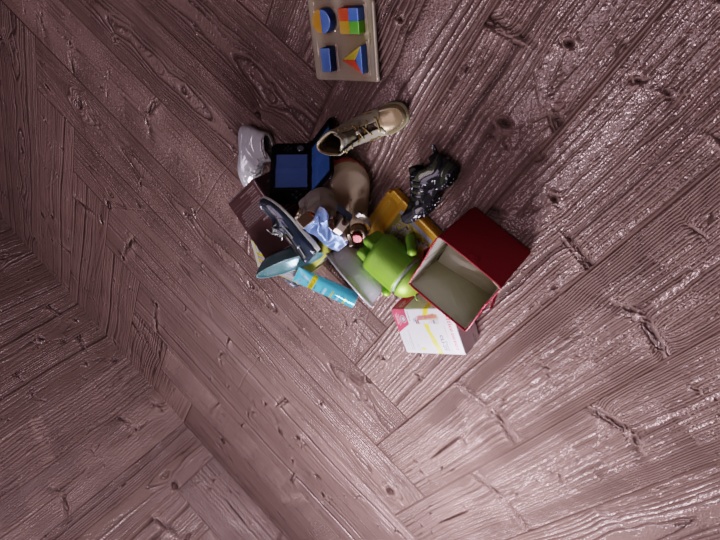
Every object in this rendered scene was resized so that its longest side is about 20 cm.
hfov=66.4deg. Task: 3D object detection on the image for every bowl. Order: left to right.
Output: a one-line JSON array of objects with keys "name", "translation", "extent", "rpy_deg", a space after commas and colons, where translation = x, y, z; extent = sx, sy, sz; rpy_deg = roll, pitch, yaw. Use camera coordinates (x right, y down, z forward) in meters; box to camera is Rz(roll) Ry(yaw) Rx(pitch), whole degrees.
[{"name": "bowl", "translation": [0.000, 0.000, 1.534], "extent": [0.201, 0.090, 0.201], "rpy_deg": [50, -178, -2]}]

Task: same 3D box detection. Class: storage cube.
[{"name": "storage cube", "translation": [0.251, -0.008, 1.275], "extent": [0.200, 0.179, 0.172], "rpy_deg": [41, 136, 13]}]

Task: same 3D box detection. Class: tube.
[{"name": "tube", "translation": [-0.104, 0.050, 1.653], "extent": [0.199, 0.051, 0.078], "rpy_deg": [24, 136, -9]}]

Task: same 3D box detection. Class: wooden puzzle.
[{"name": "wooden puzzle", "translation": [-0.047, -0.536, 1.282], "extent": [0.199, 0.046, 0.187], "rpy_deg": [16, 127, 33]}]

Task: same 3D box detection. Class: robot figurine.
[{"name": "robot figurine", "translation": [0.088, -0.013, 1.416], "extent": [0.200, 0.115, 0.176], "rpy_deg": [40, 128, 14]}]

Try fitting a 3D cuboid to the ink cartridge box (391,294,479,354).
[{"name": "ink cartridge box", "translation": [0.201, 0.144, 1.489], "extent": [0.199, 0.083, 0.146], "rpy_deg": [-5, 113, 42]}]

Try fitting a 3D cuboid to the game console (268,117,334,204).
[{"name": "game console", "translation": [-0.153, -0.284, 1.416], "extent": [0.170, 0.202, 0.119], "rpy_deg": [-1, 149, -2]}]

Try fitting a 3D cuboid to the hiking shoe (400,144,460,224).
[{"name": "hiking shoe", "translation": [0.150, -0.202, 1.320], "extent": [0.101, 0.075, 0.200], "rpy_deg": [49, 125, 15]}]

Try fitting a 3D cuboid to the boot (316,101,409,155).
[{"name": "boot", "translation": [0.005, -0.329, 1.293], "extent": [0.199, 0.154, 0.073], "rpy_deg": [-5, 114, 43]}]

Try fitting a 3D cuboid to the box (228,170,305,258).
[{"name": "box", "translation": [-0.227, -0.168, 1.545], "extent": [0.164, 0.166, 0.201], "rpy_deg": [-27, 98, 47]}]

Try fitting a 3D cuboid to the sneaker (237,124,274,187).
[{"name": "sneaker", "translation": [-0.302, -0.318, 1.625], "extent": [0.115, 0.073, 0.202], "rpy_deg": [24, 129, 31]}]

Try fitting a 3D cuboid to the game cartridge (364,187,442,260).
[{"name": "game cartridge", "translation": [0.112, -0.096, 1.446], "extent": [0.200, 0.032, 0.177], "rpy_deg": [45, 137, 7]}]

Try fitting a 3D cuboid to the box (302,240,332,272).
[{"name": "box", "translation": [-0.124, -0.048, 1.650], "extent": [0.050, 0.075, 0.200], "rpy_deg": [51, 138, 1]}]

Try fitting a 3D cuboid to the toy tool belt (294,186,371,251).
[{"name": "toy tool belt", "translation": [-0.071, -0.103, 1.368], "extent": [0.199, 0.124, 0.125], "rpy_deg": [33, 131, -23]}]

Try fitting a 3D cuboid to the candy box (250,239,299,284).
[{"name": "candy box", "translation": [-0.260, -0.032, 1.711], "extent": [0.199, 0.026, 0.103], "rpy_deg": [21, 136, 35]}]

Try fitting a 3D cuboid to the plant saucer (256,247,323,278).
[{"name": "plant saucer", "translation": [-0.202, -0.029, 1.544], "extent": [0.199, 0.199, 0.036], "rpy_deg": [-27, 80, 47]}]

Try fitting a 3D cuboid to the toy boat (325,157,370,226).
[{"name": "toy boat", "translation": [-0.052, -0.208, 1.468], "extent": [0.131, 0.129, 0.201], "rpy_deg": [53, 147, 44]}]

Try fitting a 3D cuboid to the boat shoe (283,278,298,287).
[{"name": "boat shoe", "translation": [-0.237, -0.035, 1.756], "extent": [0.091, 0.071, 0.201], "rpy_deg": [-23, 102, 45]}]

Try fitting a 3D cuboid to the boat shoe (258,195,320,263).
[{"name": "boat shoe", "translation": [-0.191, -0.103, 1.406], "extent": [0.200, 0.062, 0.075], "rpy_deg": [46, 167, -15]}]
